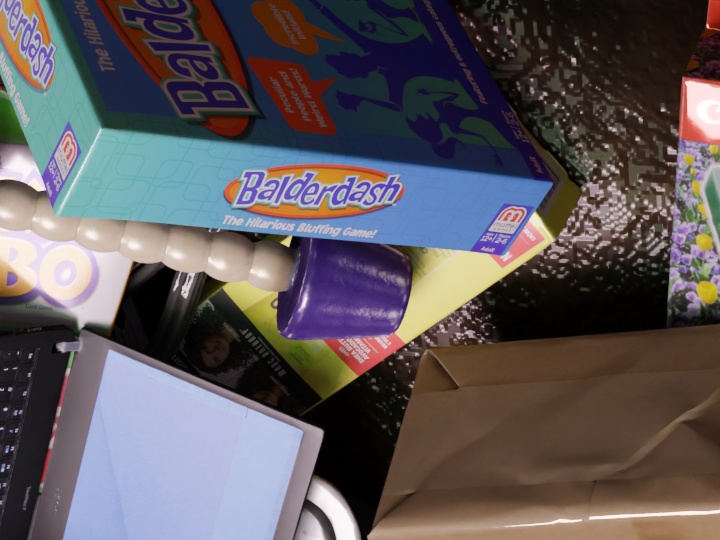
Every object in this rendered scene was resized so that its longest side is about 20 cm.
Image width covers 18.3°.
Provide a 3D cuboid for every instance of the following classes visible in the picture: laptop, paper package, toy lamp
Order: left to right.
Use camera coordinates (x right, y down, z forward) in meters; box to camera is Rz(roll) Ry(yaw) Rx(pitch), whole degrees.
[{"bbox_3d":[-0.141,0.125,0.953,0.103,0.199,0.179,41,125,42],"label":"laptop"},{"bbox_3d":[-0.076,-0.010,0.918,0.198,0.058,0.059,11,125,-13],"label":"toy lamp"},{"bbox_3d":[0.126,0.129,0.954,0.189,0.104,0.201,-7,132,27],"label":"paper package"}]

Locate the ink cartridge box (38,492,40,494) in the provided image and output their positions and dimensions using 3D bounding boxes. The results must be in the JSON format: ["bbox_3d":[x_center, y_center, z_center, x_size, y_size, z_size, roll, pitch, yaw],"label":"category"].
[{"bbox_3d":[-0.196,0.194,1.130,0.146,0.083,0.202,15,125,38],"label":"ink cartridge box"}]

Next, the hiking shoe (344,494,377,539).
[{"bbox_3d":[0.038,0.198,1.082,0.076,0.100,0.202,-26,84,61],"label":"hiking shoe"}]

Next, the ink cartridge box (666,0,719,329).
[{"bbox_3d":[0.182,-0.049,0.891,0.108,0.050,0.202,9,122,16],"label":"ink cartridge box"}]

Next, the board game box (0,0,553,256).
[{"bbox_3d":[-0.042,-0.080,0.841,0.199,0.153,0.045,4,134,-36],"label":"board game box"}]

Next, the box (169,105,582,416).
[{"bbox_3d":[0.000,0.000,0.990,0.199,0.050,0.075,-35,102,32],"label":"box"}]

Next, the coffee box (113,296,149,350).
[{"bbox_3d":[-0.187,-0.020,1.030,0.112,0.080,0.201,-9,115,23],"label":"coffee box"}]

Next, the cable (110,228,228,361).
[{"bbox_3d":[-0.061,-0.035,0.980,0.096,0.050,0.202,23,117,13],"label":"cable"}]

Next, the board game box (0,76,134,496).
[{"bbox_3d":[-0.148,-0.002,0.968,0.095,0.030,0.201,18,113,-6],"label":"board game box"}]

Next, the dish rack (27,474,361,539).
[{"bbox_3d":[-0.062,0.185,1.034,0.170,0.044,0.202,-6,102,20],"label":"dish rack"}]
